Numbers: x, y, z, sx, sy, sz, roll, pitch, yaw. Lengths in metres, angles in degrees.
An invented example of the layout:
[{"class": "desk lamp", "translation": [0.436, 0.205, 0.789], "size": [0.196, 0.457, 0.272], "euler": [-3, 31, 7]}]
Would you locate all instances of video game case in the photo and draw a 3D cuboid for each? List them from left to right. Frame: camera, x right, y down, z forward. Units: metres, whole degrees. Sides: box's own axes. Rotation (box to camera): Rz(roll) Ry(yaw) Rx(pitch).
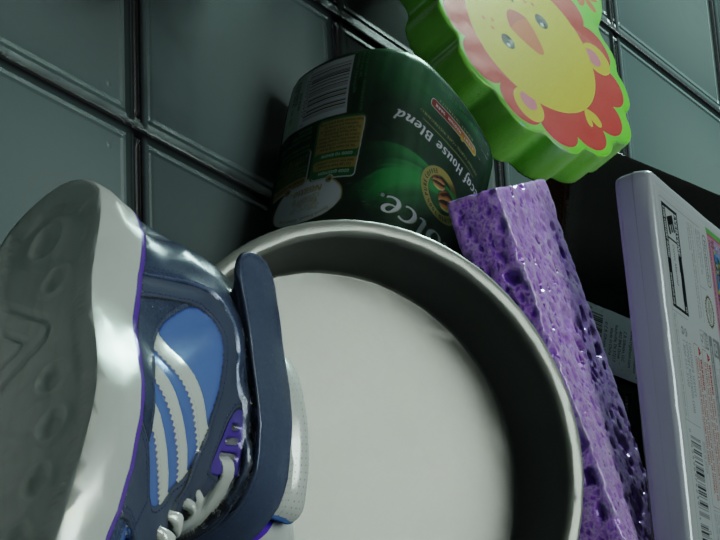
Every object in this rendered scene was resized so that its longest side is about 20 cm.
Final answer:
[{"class": "video game case", "translation": [0.172, 0.072, 1.155], "size": [0.182, 0.022, 0.201], "euler": [29, 53, -59]}]

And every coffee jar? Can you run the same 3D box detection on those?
[{"class": "coffee jar", "translation": [0.000, 0.000, 1.098], "size": [0.104, 0.085, 0.201], "euler": [49, 39, -35]}]

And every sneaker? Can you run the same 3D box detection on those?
[{"class": "sneaker", "translation": [-0.065, 0.078, 0.785], "size": [0.146, 0.080, 0.201], "euler": [45, 32, -34]}]

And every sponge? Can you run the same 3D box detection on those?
[{"class": "sponge", "translation": [0.095, 0.056, 1.095], "size": [0.112, 0.030, 0.201], "euler": [-9, 80, -74]}]

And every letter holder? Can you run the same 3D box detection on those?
[{"class": "letter holder", "translation": [0.115, 0.058, 1.269], "size": [0.100, 0.142, 0.201], "euler": [21, 51, -16]}]

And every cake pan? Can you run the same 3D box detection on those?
[{"class": "cake pan", "translation": [-0.003, 0.080, 0.972], "size": [0.199, 0.037, 0.202], "euler": [7, 73, -23]}]

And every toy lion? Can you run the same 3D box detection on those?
[{"class": "toy lion", "translation": [0.075, -0.139, 1.250], "size": [0.192, 0.069, 0.200], "euler": [48, 33, -3]}]
